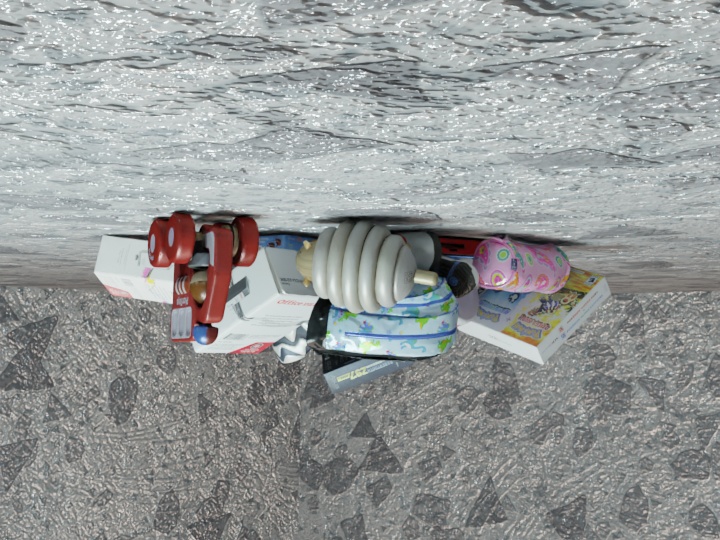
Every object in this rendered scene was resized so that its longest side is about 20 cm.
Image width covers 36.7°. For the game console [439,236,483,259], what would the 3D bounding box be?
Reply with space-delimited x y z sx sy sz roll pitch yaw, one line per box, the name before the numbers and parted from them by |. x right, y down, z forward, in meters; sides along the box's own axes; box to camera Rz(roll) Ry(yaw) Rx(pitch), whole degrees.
game console | 0.118 -0.032 1.764 0.199 0.031 0.177 4 175 -35

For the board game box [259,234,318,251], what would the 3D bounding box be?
board game box | -0.146 -0.032 1.760 0.199 0.037 0.151 -3 174 39

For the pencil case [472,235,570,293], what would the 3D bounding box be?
pencil case | 0.254 -0.008 1.704 0.087 0.088 0.200 -2 175 37

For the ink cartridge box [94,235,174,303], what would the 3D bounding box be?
ink cartridge box | -0.310 0.005 1.736 0.199 0.068 0.117 8 161 5

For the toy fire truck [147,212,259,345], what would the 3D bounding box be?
toy fire truck | -0.211 0.014 1.439 0.112 0.169 0.200 2 176 -26

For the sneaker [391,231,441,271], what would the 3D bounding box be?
sneaker | 0.026 -0.023 1.617 0.107 0.068 0.201 0 180 -32

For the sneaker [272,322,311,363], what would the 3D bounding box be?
sneaker | -0.081 0.071 1.951 0.198 0.130 0.080 -21 -157 10

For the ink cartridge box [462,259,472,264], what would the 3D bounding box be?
ink cartridge box | 0.246 -0.010 1.979 0.199 0.044 0.094 0 175 6

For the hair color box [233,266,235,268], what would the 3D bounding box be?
hair color box | -0.159 0.008 1.913 0.199 0.062 0.101 -2 -155 39

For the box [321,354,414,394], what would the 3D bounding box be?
box | 0.008 0.133 1.963 0.157 0.051 0.200 -23 -157 4

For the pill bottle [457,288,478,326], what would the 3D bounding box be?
pill bottle | 0.090 0.058 1.829 0.199 0.112 0.111 -19 165 37

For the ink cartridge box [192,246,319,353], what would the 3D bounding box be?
ink cartridge box | -0.152 0.049 1.670 0.200 0.084 0.144 -33 157 32

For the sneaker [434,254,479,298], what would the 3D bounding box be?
sneaker | 0.115 0.003 1.664 0.077 0.076 0.200 -24 -166 -33

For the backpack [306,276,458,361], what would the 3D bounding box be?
backpack | 0.042 0.068 1.562 0.199 0.155 0.163 18 -170 11

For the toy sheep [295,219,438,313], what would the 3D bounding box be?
toy sheep | 0.007 -0.005 1.449 0.199 0.139 0.138 3 177 16

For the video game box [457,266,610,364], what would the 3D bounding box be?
video game box | 0.282 0.056 1.811 0.182 0.047 0.200 -44 -143 -21
